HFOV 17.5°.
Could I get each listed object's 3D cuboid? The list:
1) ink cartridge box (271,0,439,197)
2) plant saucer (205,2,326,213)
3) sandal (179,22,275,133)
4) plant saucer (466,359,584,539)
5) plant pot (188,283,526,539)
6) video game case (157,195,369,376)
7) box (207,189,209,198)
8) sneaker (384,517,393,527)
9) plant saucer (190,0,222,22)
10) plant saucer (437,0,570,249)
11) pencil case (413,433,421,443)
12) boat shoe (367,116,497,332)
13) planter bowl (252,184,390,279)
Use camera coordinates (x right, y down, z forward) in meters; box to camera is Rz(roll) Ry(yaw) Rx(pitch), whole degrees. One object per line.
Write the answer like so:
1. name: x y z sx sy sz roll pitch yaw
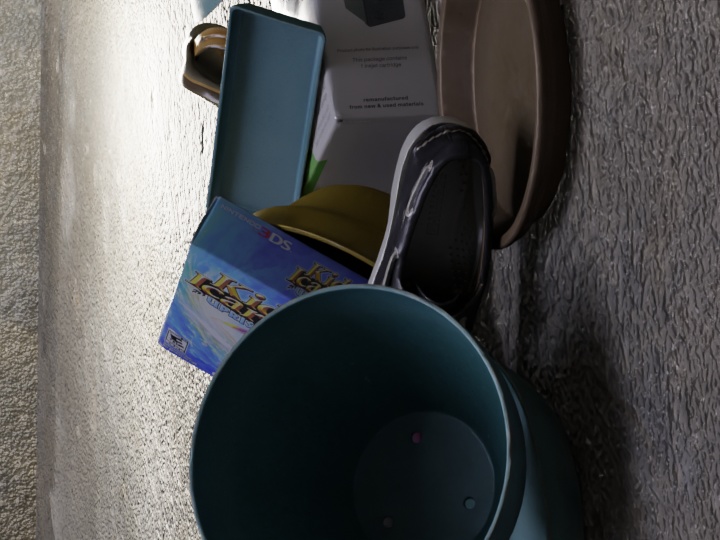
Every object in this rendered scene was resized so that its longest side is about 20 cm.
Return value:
1. ink cartridge box: -0.007 -0.170 1.683 0.146 0.083 0.202 119 145 -65
2. plant saucer: -0.066 -0.106 1.645 0.201 0.069 0.019 101 -171 -47
3. sandal: -0.092 -0.156 1.748 0.054 0.080 0.200 -61 18 17
4. plant saucer: 0.099 0.153 1.451 0.200 0.036 0.202 176 90 -75
5. plant pot: 0.016 0.121 1.386 0.135 0.199 0.202 30 -131 -64
6. video game case: -0.035 0.050 1.594 0.046 0.199 0.181 -60 -1 -27
7. box: -0.063 0.040 1.860 0.163 0.021 0.202 11 -109 -59
8. sneaker: 0.027 0.211 1.585 0.116 0.075 0.201 -106 -3 -51
9. plant saucer: -0.085 -0.286 1.825 0.201 0.039 0.201 -52 13 18
10. plant saucer: 0.089 -0.114 1.445 0.200 0.029 0.202 177 90 -75
11. pencil case: -0.019 0.135 1.582 0.200 0.087 0.088 139 127 -61
12. boat shoe: 0.047 0.008 1.449 0.060 0.073 0.202 -118 37 -66
13. planter bowl: 0.000 0.000 1.614 0.084 0.199 0.201 -60 0 -26
